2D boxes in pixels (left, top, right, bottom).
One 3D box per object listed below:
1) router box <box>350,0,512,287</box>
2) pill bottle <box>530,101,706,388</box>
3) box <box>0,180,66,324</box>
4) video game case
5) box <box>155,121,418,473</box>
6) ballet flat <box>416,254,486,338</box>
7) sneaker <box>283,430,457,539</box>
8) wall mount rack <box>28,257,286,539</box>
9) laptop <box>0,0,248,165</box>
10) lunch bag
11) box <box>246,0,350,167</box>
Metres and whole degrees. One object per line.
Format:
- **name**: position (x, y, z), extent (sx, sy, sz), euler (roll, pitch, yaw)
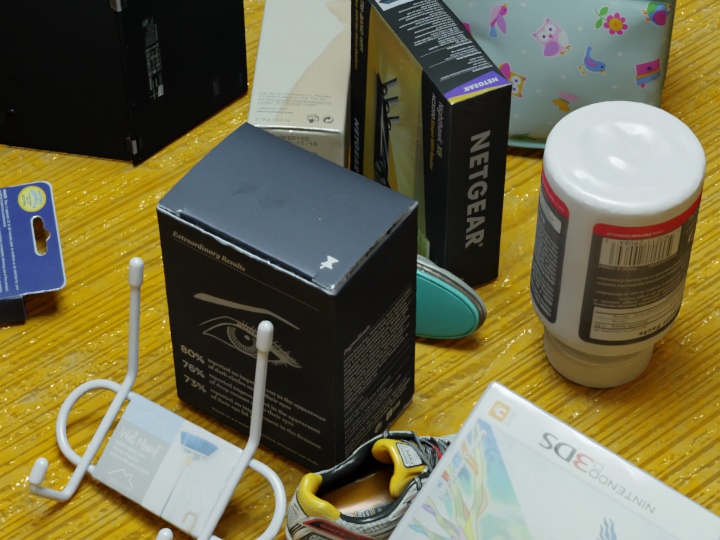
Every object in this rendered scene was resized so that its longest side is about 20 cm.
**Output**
- **router box**: position (0.049, -0.104, 1.466), extent (0.052, 0.201, 0.157), euler (-20, 49, -18)
- **pill bottle**: position (0.176, -0.011, 1.379), extent (0.110, 0.201, 0.111), euler (1, 47, -1)
- **box**: position (-0.325, -0.004, 1.485), extent (0.199, 0.033, 0.122), euler (-10, 48, -7)
- **video game case**: position (0.106, 0.198, 1.240), extent (0.182, 0.022, 0.200), euler (31, 78, 18)
- **box**: position (-0.047, 0.023, 1.346), extent (0.147, 0.201, 0.104), euler (27, 51, 22)
- **ballet flat**: position (0.000, 0.000, 1.463), extent (0.199, 0.068, 0.064), euler (10, 37, 8)
- **sneaker**: position (0.044, 0.146, 1.313), extent (0.199, 0.082, 0.078), euler (-20, 50, -19)
- **wall mount rack**: position (-0.130, 0.099, 1.315), extent (0.199, 0.075, 0.174), euler (25, 85, 29)
- **laptop**: position (-0.201, -0.191, 1.555), extent (0.116, 0.188, 0.200), euler (36, 56, 29)
- **lunch bag**: position (0.148, -0.191, 1.569), extent (0.199, 0.171, 0.122), euler (8, 41, 10)
- **box**: position (-0.044, -0.148, 1.582), extent (0.077, 0.095, 0.201), euler (3, 48, 2)
